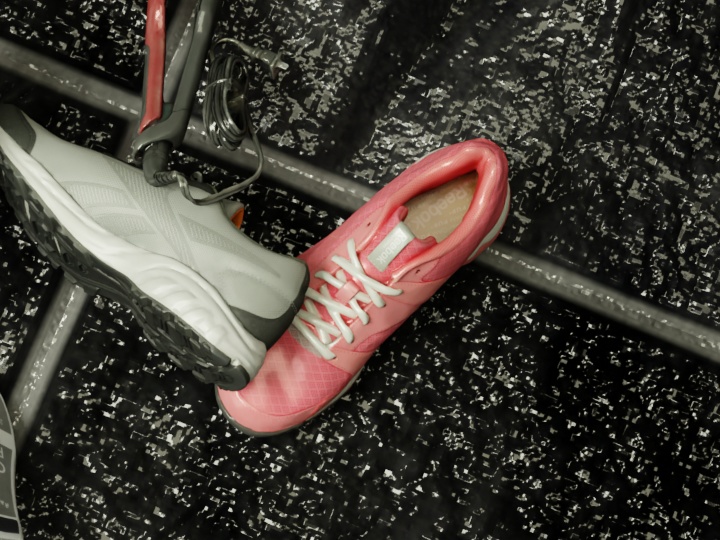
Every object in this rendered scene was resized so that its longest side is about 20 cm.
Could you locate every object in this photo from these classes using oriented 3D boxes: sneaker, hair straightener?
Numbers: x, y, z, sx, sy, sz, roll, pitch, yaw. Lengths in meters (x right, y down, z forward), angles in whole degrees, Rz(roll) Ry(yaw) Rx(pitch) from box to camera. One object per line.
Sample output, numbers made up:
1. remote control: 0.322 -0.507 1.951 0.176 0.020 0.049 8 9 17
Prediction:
1. sneaker: 0.000 0.000 1.133 0.074 0.087 0.200 44 77 5
2. hair straightener: -0.074 -0.111 1.136 0.076 0.041 0.201 6 49 -6
3. sneaker: -0.111 -0.023 1.124 0.200 0.074 0.079 37 70 17

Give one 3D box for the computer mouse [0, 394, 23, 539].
1. computer mouse: -0.196 0.120 1.069 0.044 0.110 0.201 -39 40 20
